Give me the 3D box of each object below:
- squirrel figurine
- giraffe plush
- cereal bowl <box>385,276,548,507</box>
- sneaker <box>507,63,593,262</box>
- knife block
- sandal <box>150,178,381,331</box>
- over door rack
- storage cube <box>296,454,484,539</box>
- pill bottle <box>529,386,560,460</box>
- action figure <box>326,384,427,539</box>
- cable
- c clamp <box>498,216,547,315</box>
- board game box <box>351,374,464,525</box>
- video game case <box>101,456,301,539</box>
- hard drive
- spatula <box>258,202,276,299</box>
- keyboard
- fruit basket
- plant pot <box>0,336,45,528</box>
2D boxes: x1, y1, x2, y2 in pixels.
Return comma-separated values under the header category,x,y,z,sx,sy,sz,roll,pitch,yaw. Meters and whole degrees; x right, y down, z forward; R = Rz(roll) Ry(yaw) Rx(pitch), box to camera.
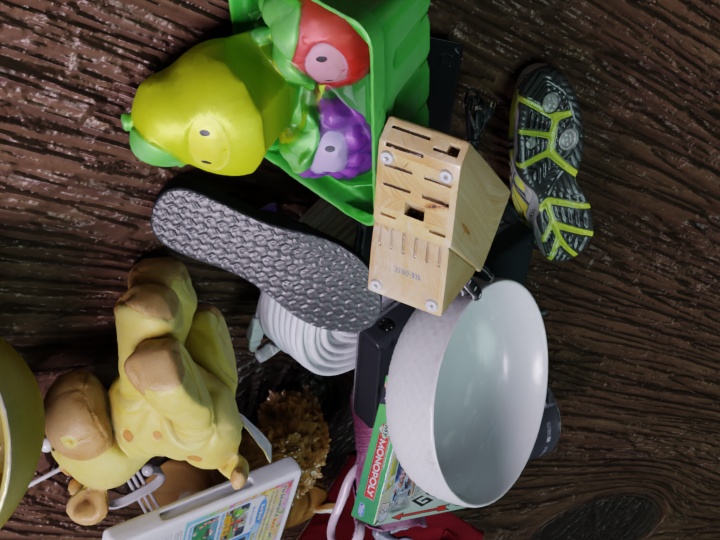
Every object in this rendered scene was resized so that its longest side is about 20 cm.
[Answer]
category,x,y,z,sx,sy,sz,roll,pitch,yaw
squirrel figurine,-0.089,0.215,1.309,0.186,0.142,0.200,-2,136,-51
giraffe plush,-0.186,0.111,1.069,0.162,0.173,0.200,-21,117,10
cereal bowl,0.082,0.100,1.140,0.200,0.083,0.201,-16,109,-54
sneaker,0.162,-0.101,1.218,0.075,0.076,0.200,-23,126,-17
knife block,0.074,-0.057,1.007,0.176,0.064,0.200,-50,153,-45
sandal,-0.068,-0.020,1.044,0.200,0.048,0.075,29,118,-11
over door rack,-0.260,0.227,1.144,0.200,0.148,0.067,-33,148,-8
storage cube,0.004,0.351,1.463,0.200,0.179,0.171,-62,175,34
pill bottle,0.121,0.187,1.495,0.200,0.106,0.106,-16,141,-29
action figure,0.013,0.174,1.342,0.149,0.201,0.134,-8,-179,-30
cable,0.000,0.000,1.164,0.200,0.069,0.200,-25,145,-34
c clamp,0.135,0.001,1.359,0.170,0.027,0.200,-17,144,-20
board game box,0.073,0.165,1.253,0.200,0.029,0.135,4,102,-55
video game case,-0.148,0.258,1.138,0.182,0.024,0.200,-18,142,-34
hard drive,0.079,0.050,1.236,0.200,0.033,0.140,-34,150,-26
spatula,-0.087,0.007,1.154,0.056,0.021,0.200,-30,147,-14
keyboard,0.054,-0.092,1.085,0.127,0.021,0.201,4,101,-39
fruit basket,-0.055,-0.122,0.929,0.216,0.155,0.216,-41,151,-29
plant pot,-0.307,0.112,0.949,0.200,0.200,0.142,-46,172,13
